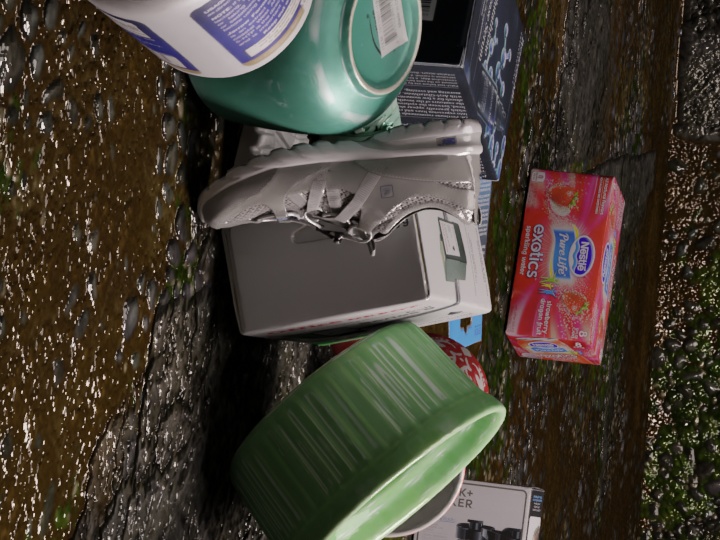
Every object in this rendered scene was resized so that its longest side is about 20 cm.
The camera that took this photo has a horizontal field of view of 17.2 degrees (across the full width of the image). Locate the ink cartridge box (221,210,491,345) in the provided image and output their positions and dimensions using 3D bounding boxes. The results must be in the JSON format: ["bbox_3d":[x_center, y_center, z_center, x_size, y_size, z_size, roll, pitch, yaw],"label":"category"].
[{"bbox_3d":[0.000,0.000,1.736,0.200,0.145,0.085,12,67,-74],"label":"ink cartridge box"}]

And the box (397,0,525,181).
[{"bbox_3d":[0.064,-0.187,1.999,0.200,0.107,0.149,66,33,-62],"label":"box"}]

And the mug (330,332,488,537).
[{"bbox_3d":[0.041,0.107,1.986,0.200,0.133,0.178,-43,138,-72],"label":"mug"}]

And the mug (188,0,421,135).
[{"bbox_3d":[-0.037,-0.170,1.565,0.185,0.114,0.153,28,76,-56],"label":"mug"}]

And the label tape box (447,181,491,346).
[{"bbox_3d":[0.074,-0.033,2.167,0.144,0.063,0.201,-11,106,-74],"label":"label tape box"}]

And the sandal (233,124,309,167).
[{"bbox_3d":[-0.059,-0.140,1.690,0.082,0.050,0.204,32,74,-56],"label":"sandal"}]

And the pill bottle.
[{"bbox_3d":[-0.107,-0.191,1.355,0.200,0.119,0.120,37,60,-73],"label":"pill bottle"}]

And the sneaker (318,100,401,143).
[{"bbox_3d":[-0.008,-0.106,1.823,0.118,0.073,0.201,-50,133,-75],"label":"sneaker"}]

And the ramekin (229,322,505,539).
[{"bbox_3d":[0.000,0.129,1.731,0.200,0.098,0.200,-38,166,-11],"label":"ramekin"}]

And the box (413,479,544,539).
[{"bbox_3d":[0.106,0.302,2.310,0.060,0.116,0.201,24,73,-71],"label":"box"}]

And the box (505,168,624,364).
[{"bbox_3d":[0.231,-0.004,2.683,0.096,0.099,0.201,55,44,-67],"label":"box"}]

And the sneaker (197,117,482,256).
[{"bbox_3d":[-0.012,-0.047,1.596,0.075,0.199,0.082,-12,91,-80],"label":"sneaker"}]
